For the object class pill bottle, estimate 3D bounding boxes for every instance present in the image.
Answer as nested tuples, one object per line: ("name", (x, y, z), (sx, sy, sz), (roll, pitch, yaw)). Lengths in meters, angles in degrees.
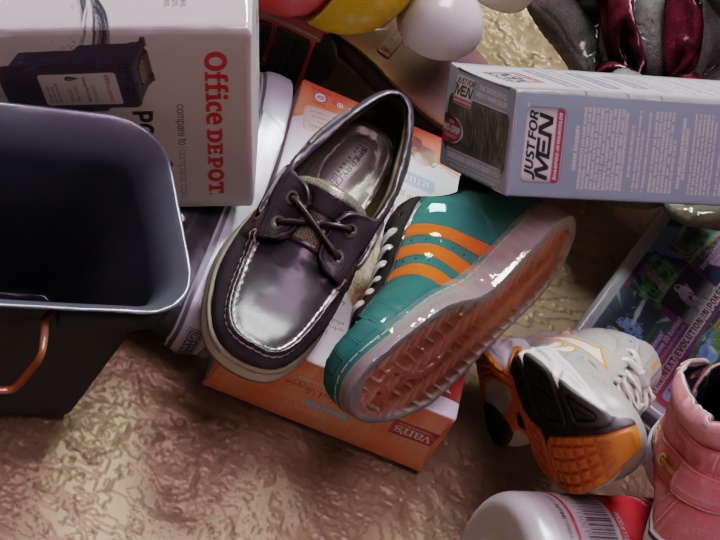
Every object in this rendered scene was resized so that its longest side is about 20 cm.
("pill bottle", (0.157, 0.177, 1.429), (0.199, 0.112, 0.113), (6, 52, -24))

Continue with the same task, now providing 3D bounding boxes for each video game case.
("video game case", (0.233, 0.047, 1.634), (0.182, 0.023, 0.200), (38, 48, 4))

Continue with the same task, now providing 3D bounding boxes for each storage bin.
("storage bin", (-0.201, 0.011, 1.359), (0.199, 0.135, 0.146), (3, 53, -24))

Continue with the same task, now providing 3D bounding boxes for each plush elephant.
("plush elephant", (0.170, -0.109, 1.626), (0.164, 0.201, 0.155), (8, 51, 16))

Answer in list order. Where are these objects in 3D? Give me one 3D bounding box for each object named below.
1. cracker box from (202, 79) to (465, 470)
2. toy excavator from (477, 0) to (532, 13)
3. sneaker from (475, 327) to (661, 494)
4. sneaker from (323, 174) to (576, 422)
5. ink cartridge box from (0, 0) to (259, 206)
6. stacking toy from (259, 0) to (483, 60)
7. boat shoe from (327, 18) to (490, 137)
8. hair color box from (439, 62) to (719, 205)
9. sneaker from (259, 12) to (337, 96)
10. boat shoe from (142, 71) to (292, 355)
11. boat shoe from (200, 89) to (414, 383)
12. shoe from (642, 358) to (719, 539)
("cracker box", (0.000, 0.000, 1.525), (0.133, 0.058, 0.201), (22, 48, -10))
("toy excavator", (0.027, -0.261, 1.609), (0.199, 0.100, 0.195), (24, 38, -22))
("sneaker", (0.127, 0.062, 1.449), (0.091, 0.200, 0.076), (-15, 103, -11))
("sneaker", (0.031, 0.011, 1.450), (0.080, 0.072, 0.200), (29, 42, 23))
("ink cartridge box", (-0.153, -0.108, 1.431), (0.199, 0.145, 0.085), (-1, 53, -2))
("stacking toy", (-0.016, -0.182, 1.544), (0.199, 0.146, 0.147), (34, 45, -17))
("boat shoe", (0.009, -0.150, 1.632), (0.070, 0.070, 0.200), (-37, 86, -9))
("hair color box", (0.155, -0.074, 1.502), (0.199, 0.061, 0.099), (3, 11, -21))
("sneaker", (-0.106, -0.157, 1.584), (0.199, 0.074, 0.087), (11, 49, -20))
("boat shoe", (-0.086, -0.043, 1.509), (0.056, 0.069, 0.201), (24, 50, -8))
("boat shoe", (-0.025, -0.026, 1.449), (0.072, 0.065, 0.200), (32, 49, 0))
("shoe", (0.187, 0.084, 1.395), (0.071, 0.092, 0.200), (16, 20, 5))
